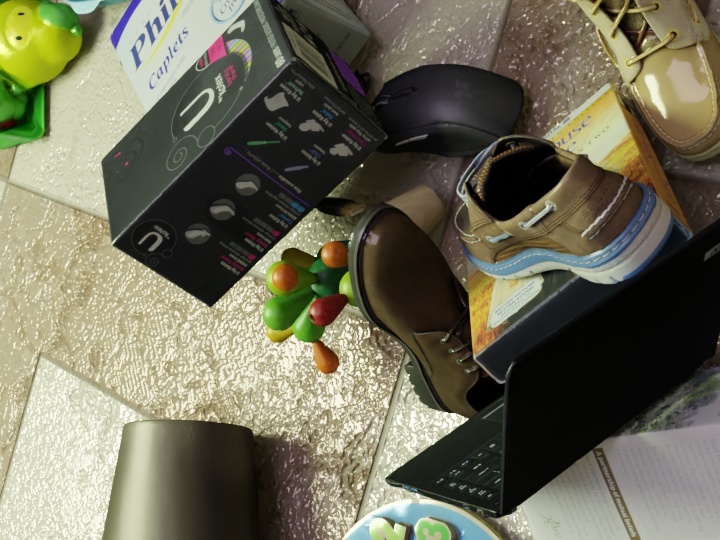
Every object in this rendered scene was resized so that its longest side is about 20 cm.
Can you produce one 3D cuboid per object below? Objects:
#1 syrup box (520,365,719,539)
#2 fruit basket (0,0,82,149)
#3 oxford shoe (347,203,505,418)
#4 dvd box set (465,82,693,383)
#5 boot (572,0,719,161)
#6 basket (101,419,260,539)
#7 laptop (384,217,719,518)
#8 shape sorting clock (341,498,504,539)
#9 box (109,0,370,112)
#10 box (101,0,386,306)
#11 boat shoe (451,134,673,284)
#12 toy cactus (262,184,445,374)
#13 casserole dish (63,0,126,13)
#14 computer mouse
[{"bbox_3d":[0.193,0.111,0.651,0.199,0.079,0.082,-14,105,38],"label":"syrup box"},{"bbox_3d":[-0.415,-0.251,1.253,0.215,0.155,0.217,-13,75,57],"label":"fruit basket"},{"bbox_3d":[0.058,0.031,0.742,0.084,0.200,0.073,17,62,45],"label":"oxford shoe"},{"bbox_3d":[0.130,-0.032,0.709,0.146,0.029,0.200,-41,20,23],"label":"dvd box set"},{"bbox_3d":[0.166,-0.173,0.702,0.073,0.155,0.201,-28,63,34],"label":"boot"},{"bbox_3d":[-0.152,0.232,0.921,0.180,0.136,0.201,-11,70,35],"label":"basket"},{"bbox_3d":[0.110,0.051,0.631,0.200,0.177,0.104,-2,115,63],"label":"laptop"},{"bbox_3d":[0.044,0.269,0.797,0.199,0.039,0.201,-10,75,40],"label":"shape sorting clock"},{"bbox_3d":[-0.116,-0.210,0.986,0.184,0.105,0.200,-51,47,21],"label":"box"},{"bbox_3d":[-0.097,-0.093,0.852,0.200,0.106,0.122,-43,37,16],"label":"box"},{"bbox_3d":[0.098,-0.043,0.631,0.072,0.072,0.200,-52,17,-13],"label":"boat shoe"},{"bbox_3d":[0.000,0.000,0.841,0.165,0.200,0.102,-38,90,-12],"label":"toy cactus"},{"bbox_3d":[-0.271,-0.374,1.208,0.121,0.039,0.201,7,83,42],"label":"casserole dish"},{"bbox_3d":[0.024,-0.106,0.862,0.199,0.046,0.141,11,70,43],"label":"computer mouse"}]
